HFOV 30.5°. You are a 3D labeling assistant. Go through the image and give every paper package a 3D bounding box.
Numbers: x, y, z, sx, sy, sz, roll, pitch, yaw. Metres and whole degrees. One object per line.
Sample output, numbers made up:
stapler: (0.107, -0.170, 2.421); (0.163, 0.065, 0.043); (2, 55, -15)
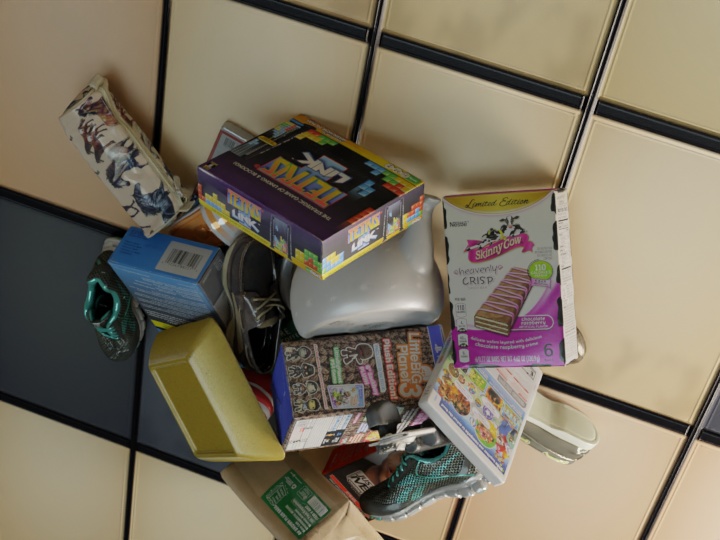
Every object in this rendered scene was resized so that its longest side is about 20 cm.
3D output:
paper package: (-0.070, 0.338, 1.797); (0.200, 0.103, 0.191); (37, 166, 45)

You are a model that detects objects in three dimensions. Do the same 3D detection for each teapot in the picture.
teapot: (0.000, 0.000, 1.578); (0.199, 0.147, 0.197); (-9, 165, -3)

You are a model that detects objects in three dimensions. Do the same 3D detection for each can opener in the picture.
can opener: (0.070, 0.176, 1.539); (0.053, 0.200, 0.067); (-22, 79, 27)

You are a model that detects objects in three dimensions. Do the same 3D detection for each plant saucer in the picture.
plant saucer: (-0.199, 0.168, 1.697); (0.200, 0.048, 0.200); (-16, 102, 60)

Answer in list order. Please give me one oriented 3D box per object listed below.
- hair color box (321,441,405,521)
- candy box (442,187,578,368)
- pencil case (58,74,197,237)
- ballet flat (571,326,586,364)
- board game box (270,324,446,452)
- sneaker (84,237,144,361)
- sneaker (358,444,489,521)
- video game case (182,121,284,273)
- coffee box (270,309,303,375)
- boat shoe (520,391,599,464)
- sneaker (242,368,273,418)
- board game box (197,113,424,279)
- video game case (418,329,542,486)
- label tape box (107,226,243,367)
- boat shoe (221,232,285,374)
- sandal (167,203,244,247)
hair color box: (0.052, 0.265, 1.808); (0.200, 0.061, 0.102); (-31, 109, 36)
candy box: (0.171, 0.009, 1.510); (0.136, 0.061, 0.201); (-3, 94, 23)
pencil case: (-0.287, -0.141, 1.619); (0.089, 0.078, 0.200); (-27, 107, 31)
ballet flat: (0.193, 0.051, 1.599); (0.200, 0.046, 0.067); (43, 130, -12)
board game box: (-0.001, 0.147, 1.624); (0.199, 0.097, 0.160); (-6, 159, -12)
sneaker: (-0.342, 0.054, 1.779); (0.077, 0.091, 0.200); (15, 129, 12)
sneaker: (0.076, 0.258, 1.711); (0.200, 0.078, 0.091); (-25, 109, 23)
video game case: (-0.141, -0.078, 1.656); (0.143, 0.017, 0.200); (30, 130, -1)
coffee box: (-0.048, 0.136, 1.762); (0.123, 0.044, 0.200); (-25, 113, 35)
boat shoe: (0.204, 0.182, 1.676); (0.201, 0.072, 0.060); (30, 126, -6)
sneaker: (-0.204, 0.158, 1.795); (0.199, 0.113, 0.071); (14, 135, 12)
board game box: (-0.056, -0.088, 1.474); (0.200, 0.165, 0.057); (31, 135, 31)
video game case: (0.148, 0.140, 1.583); (0.018, 0.200, 0.143); (-29, 111, 38)
label tape box: (-0.219, 0.036, 1.717); (0.144, 0.063, 0.200); (14, 150, 27)
boat shoe: (-0.123, 0.042, 1.637); (0.073, 0.074, 0.201); (37, 139, 39)
sandal: (-0.173, -0.055, 1.636); (0.206, 0.059, 0.079); (-32, 109, 37)
